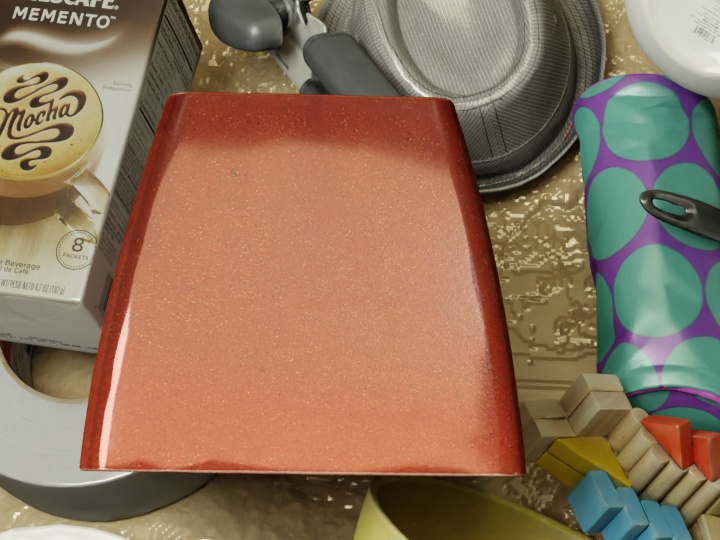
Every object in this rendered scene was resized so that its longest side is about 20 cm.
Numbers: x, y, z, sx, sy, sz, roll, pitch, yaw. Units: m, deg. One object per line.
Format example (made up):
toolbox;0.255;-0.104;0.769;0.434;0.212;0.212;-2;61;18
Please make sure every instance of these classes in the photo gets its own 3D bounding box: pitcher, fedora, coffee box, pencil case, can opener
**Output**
pitcher;0.235;-0.151;1.133;0.171;0.200;0.122;26;111;11
fedora;0.053;-0.144;1.209;0.176;0.090;0.201;-13;64;4
coffee box;-0.170;-0.065;1.147;0.112;0.080;0.201;6;67;14
pencil case;0.160;-0.004;1.129;0.085;0.092;0.201;6;65;-13
can opener;-0.031;-0.105;1.171;0.067;0.054;0.200;-9;35;-21

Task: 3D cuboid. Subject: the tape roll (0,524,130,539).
tape roll;-0.159;0.239;1.086;0.201;0.071;0.204;-4;65;8

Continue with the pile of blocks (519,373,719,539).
pile of blocks;0.169;0.117;1.037;0.199;0.062;0.082;29;39;-6

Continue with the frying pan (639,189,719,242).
frying pan;0.233;0.008;1.101;0.189;0.031;0.116;-7;79;-25

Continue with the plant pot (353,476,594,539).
plant pot;0.066;0.208;1.012;0.199;0.200;0.143;28;100;20

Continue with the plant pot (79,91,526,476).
plant pot;-0.027;0.010;1.015;0.199;0.200;0.177;0;85;-1

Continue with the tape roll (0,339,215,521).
tape roll;-0.148;0.037;1.178;0.199;0.066;0.201;-4;65;8
